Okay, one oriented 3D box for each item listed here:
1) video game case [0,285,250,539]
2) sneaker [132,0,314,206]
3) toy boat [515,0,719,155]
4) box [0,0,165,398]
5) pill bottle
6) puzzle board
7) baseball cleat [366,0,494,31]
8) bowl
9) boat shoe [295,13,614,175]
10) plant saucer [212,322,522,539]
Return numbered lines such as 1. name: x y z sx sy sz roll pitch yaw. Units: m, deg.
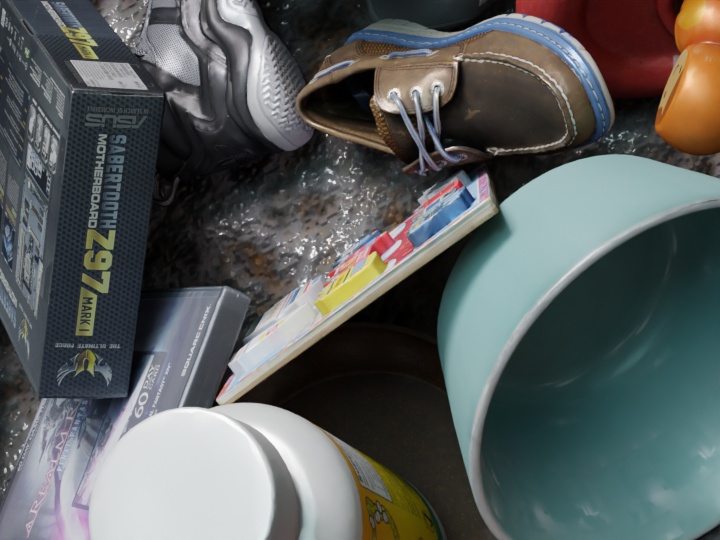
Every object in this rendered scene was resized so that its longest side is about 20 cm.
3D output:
1. video game case: -0.124 0.078 1.085 0.200 0.019 0.144 -2 65 63
2. sneaker: -0.108 -0.131 1.190 0.113 0.075 0.201 -29 63 10
3. toy boat: 0.168 -0.111 1.032 0.199 0.131 0.131 4 53 24
4. box: -0.154 -0.048 1.100 0.200 0.051 0.159 -131 47 -60
5. pill bottle: -0.039 0.122 0.962 0.112 0.200 0.114 -6 72 18
6. puzzle board: 0.000 0.000 1.042 0.150 0.200 0.017 -36 94 6
7. baseball cleat: 0.067 -0.189 1.102 0.200 0.106 0.070 -35 70 23
8. bowl: 0.115 0.028 0.997 0.201 0.201 0.105 -43 42 2
9. boat shoe: 0.042 -0.079 1.076 0.072 0.073 0.200 -35 23 -27
10. plant saucer: -0.005 0.126 1.081 0.199 0.034 0.201 -7 68 18
